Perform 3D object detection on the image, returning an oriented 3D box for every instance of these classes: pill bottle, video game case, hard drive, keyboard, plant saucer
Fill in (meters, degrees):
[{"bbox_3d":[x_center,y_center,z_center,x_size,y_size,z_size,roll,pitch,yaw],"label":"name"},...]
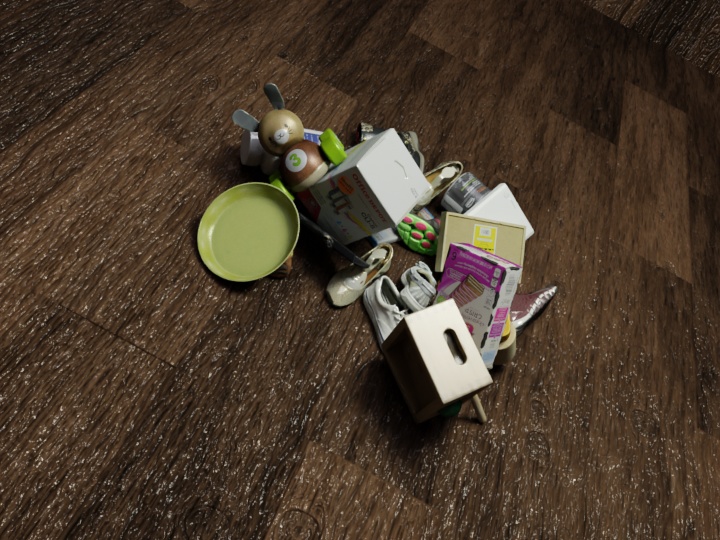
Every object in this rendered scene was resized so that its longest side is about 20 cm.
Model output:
[{"bbox_3d":[0.289,-0.124,1.779,0.200,0.107,0.106,43,44,16],"label":"pill bottle"},{"bbox_3d":[0.066,-0.126,1.727,0.198,0.018,0.144,-17,59,-39],"label":"video game case"},{"bbox_3d":[0.272,-0.077,1.676,0.199,0.026,0.133,-39,104,-16],"label":"hard drive"},{"bbox_3d":[-0.073,-0.067,1.492,0.199,0.021,0.127,37,2,33],"label":"keyboard"},{"bbox_3d":[-0.152,-0.253,1.661,0.197,0.112,0.112,6,46,-23],"label":"pill bottle"},{"bbox_3d":[-0.206,-0.068,1.445,0.197,0.031,0.203,-4,67,9],"label":"plant saucer"}]

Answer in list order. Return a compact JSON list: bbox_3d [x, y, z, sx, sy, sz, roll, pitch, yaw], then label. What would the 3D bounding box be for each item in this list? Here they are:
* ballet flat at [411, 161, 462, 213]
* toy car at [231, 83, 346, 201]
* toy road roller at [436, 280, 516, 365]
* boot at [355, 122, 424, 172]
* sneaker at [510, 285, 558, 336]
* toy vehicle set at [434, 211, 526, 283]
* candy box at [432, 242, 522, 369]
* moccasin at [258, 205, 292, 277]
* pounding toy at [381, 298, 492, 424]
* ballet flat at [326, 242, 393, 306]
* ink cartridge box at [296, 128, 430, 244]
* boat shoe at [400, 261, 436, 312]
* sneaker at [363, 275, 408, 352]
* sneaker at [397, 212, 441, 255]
[{"bbox_3d":[0.158,-0.193,1.733,0.199,0.075,0.068,-37,95,-29],"label":"ballet flat"},{"bbox_3d":[-0.151,-0.260,1.520,0.201,0.164,0.158,51,8,-18],"label":"toy car"},{"bbox_3d":[0.228,0.083,1.534,0.144,0.123,0.203,-6,60,8],"label":"toy road roller"},{"bbox_3d":[0.067,-0.273,1.833,0.152,0.074,0.205,11,41,-15],"label":"boot"},{"bbox_3d":[0.337,0.056,1.656,0.115,0.076,0.199,41,44,18],"label":"sneaker"},{"bbox_3d":[0.257,-0.047,1.641,0.197,0.026,0.126,9,88,-21],"label":"toy vehicle set"},{"bbox_3d":[0.204,0.065,1.429,0.060,0.203,0.136,-2,21,-45],"label":"candy box"},{"bbox_3d":[-0.171,-0.084,1.509,0.073,0.078,0.203,7,46,-19],"label":"moccasin"},{"bbox_3d":[0.151,0.178,1.351,0.141,0.184,0.202,-19,73,-21],"label":"pounding toy"},{"bbox_3d":[0.000,0.000,1.533,0.067,0.063,0.200,38,43,10],"label":"ballet flat"},{"bbox_3d":[0.006,-0.162,1.546,0.146,0.199,0.145,53,50,-16],"label":"ink cartridge box"},{"bbox_3d":[0.122,0.028,1.527,0.075,0.065,0.202,47,15,-3],"label":"boat shoe"},{"bbox_3d":[0.065,0.100,1.464,0.072,0.071,0.201,-10,57,-35],"label":"sneaker"},{"bbox_3d":[0.162,-0.080,1.698,0.198,0.077,0.084,22,35,-25],"label":"sneaker"}]
